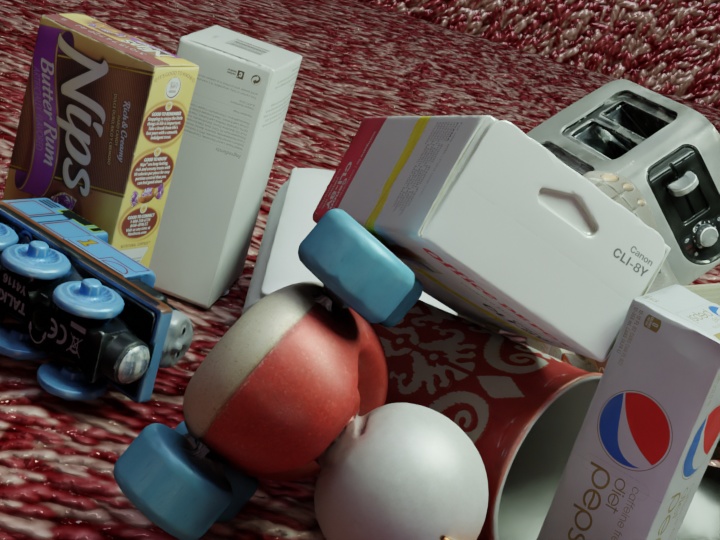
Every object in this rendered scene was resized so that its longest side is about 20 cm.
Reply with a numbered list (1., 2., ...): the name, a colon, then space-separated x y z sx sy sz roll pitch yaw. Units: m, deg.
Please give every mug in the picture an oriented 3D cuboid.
1. mug: 0.044 0.087 0.957 0.199 0.135 0.177 28 11 39

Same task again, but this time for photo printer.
1. photo printer: 0.000 0.000 1.180 0.165 0.070 0.201 18 38 -5

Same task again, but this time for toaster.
1. toaster: 0.203 -0.054 1.231 0.180 0.119 0.200 -32 26 -5

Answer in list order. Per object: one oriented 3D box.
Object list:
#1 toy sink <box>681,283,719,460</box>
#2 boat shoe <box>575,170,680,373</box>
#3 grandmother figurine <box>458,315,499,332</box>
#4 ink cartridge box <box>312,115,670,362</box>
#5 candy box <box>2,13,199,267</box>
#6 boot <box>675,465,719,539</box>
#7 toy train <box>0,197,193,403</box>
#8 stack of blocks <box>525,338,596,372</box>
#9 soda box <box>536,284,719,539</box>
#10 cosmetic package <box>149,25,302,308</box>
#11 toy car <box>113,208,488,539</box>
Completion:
1. toy sink: 0.248 0.076 1.047 0.198 0.113 0.130 -4 -13 24
2. boat shoe: 0.176 0.035 0.985 0.075 0.072 0.202 3 63 -37
3. grandmother figurine: 0.030 0.009 1.297 0.198 0.061 0.121 10 10 -28
4. ink cartridge box: 0.072 -0.025 0.916 0.144 0.084 0.200 33 -6 -19
5. candy box: -0.199 -0.075 1.101 0.116 0.202 0.056 26 21 27
6. boot: 0.235 0.171 1.017 0.198 0.076 0.074 -3 60 -12
7. toy train: -0.199 0.017 1.008 0.199 0.088 0.114 28 23 30
8. stack of blocks: 0.195 0.078 1.238 0.114 0.059 0.200 13 19 -12
9. soda box: 0.163 0.114 0.873 0.063 0.202 0.068 28 21 28
10. cosmetic package: -0.119 -0.085 1.203 0.084 0.202 0.108 20 15 5
11. toy car: 0.005 0.104 0.817 0.200 0.185 0.177 42 1 7
